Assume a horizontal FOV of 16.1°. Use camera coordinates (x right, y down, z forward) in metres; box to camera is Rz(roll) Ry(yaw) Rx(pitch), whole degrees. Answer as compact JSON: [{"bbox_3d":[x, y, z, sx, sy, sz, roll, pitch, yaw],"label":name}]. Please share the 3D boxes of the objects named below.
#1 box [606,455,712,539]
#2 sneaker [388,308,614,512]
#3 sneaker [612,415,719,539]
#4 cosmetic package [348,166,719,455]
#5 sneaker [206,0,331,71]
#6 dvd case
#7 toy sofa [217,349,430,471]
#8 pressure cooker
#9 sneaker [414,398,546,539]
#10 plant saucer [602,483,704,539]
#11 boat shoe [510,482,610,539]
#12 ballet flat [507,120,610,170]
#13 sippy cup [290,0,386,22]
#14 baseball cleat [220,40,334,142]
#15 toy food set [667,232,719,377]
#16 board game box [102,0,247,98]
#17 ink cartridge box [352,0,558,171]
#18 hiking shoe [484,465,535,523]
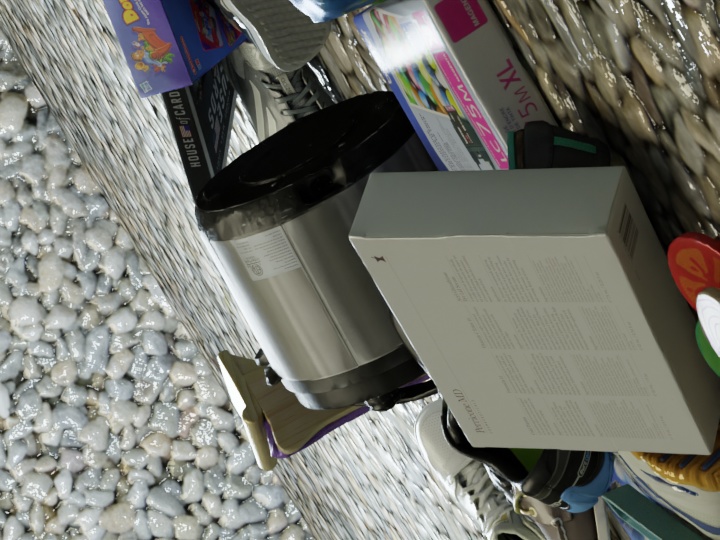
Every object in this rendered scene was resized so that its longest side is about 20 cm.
[{"bbox_3d":[0.228,0.198,1.593,0.201,0.047,0.122,56,169,16],"label":"box"},{"bbox_3d":[0.079,0.069,1.576,0.082,0.071,0.200,11,-148,-47],"label":"sneaker"},{"bbox_3d":[0.162,0.091,1.517,0.200,0.075,0.088,49,169,46],"label":"sneaker"},{"bbox_3d":[0.100,0.025,1.394,0.150,0.052,0.200,-2,142,26],"label":"cosmetic package"},{"bbox_3d":[-0.079,-0.215,1.735,0.079,0.078,0.200,46,167,27],"label":"sneaker"},{"bbox_3d":[-0.127,-0.167,1.941,0.201,0.025,0.151,76,-164,-49],"label":"dvd case"},{"bbox_3d":[0.004,0.072,1.852,0.098,0.199,0.083,58,170,27],"label":"toy sofa"},{"bbox_3d":[-0.002,0.002,1.732,0.201,0.178,0.176,61,166,-16],"label":"pressure cooker"},{"bbox_3d":[0.109,0.175,1.933,0.200,0.074,0.116,46,-170,11],"label":"sneaker"},{"bbox_3d":[0.229,0.190,1.490,0.200,0.019,0.070,38,176,22],"label":"plant saucer"},{"bbox_3d":[0.123,0.126,1.646,0.072,0.059,0.202,180,81,-85],"label":"boat shoe"},{"bbox_3d":[0.114,-0.018,1.439,0.073,0.073,0.200,53,164,25],"label":"ballet flat"},{"bbox_3d":[0.007,-0.194,1.254,0.140,0.130,0.178,43,161,53],"label":"sippy cup"},{"bbox_3d":[-0.055,-0.125,1.907,0.200,0.070,0.107,53,169,20],"label":"baseball cleat"},{"bbox_3d":[0.220,0.064,1.241,0.199,0.048,0.200,59,170,-8],"label":"toy food set"},{"bbox_3d":[-0.145,-0.238,1.784,0.134,0.045,0.201,-47,-60,-60],"label":"board game box"},{"bbox_3d":[0.053,-0.114,1.529,0.120,0.042,0.200,60,171,-9],"label":"ink cartridge box"},{"bbox_3d":[0.130,0.137,1.845,0.101,0.076,0.200,54,-178,-31],"label":"hiking shoe"}]
